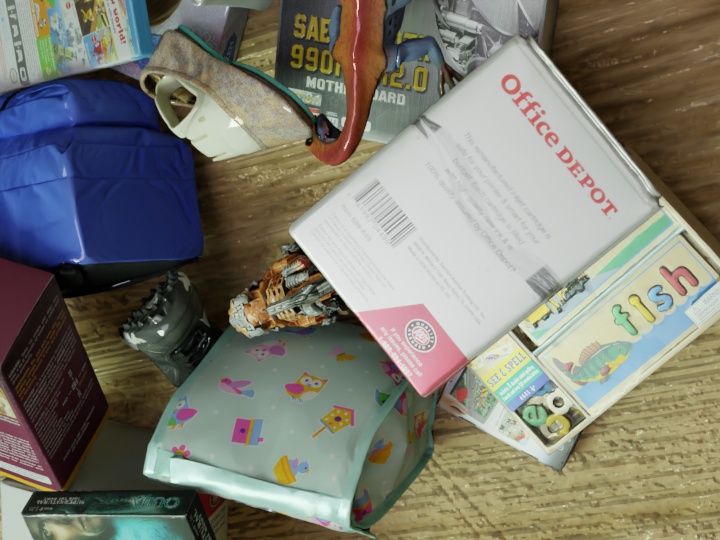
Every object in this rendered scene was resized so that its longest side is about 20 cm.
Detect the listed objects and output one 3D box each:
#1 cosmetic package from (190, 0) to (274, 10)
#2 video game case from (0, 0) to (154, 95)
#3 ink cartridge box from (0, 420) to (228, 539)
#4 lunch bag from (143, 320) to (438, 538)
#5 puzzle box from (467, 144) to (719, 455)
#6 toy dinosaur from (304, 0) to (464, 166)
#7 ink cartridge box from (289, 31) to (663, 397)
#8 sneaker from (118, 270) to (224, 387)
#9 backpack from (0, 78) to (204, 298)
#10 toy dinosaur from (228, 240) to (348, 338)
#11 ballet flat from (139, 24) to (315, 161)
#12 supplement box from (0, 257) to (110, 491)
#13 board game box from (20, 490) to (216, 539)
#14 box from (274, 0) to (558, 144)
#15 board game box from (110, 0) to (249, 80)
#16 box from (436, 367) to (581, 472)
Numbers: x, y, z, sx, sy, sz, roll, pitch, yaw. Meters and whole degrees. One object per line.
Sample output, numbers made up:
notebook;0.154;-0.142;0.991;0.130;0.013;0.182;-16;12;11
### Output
cosmetic package;-0.051;-0.276;0.967;0.081;0.113;0.200;47;112;9
video game case;-0.244;-0.217;1.103;0.199;0.018;0.144;-6;95;38
ink cartridge box;-0.205;0.254;1.220;0.144;0.145;0.201;10;110;18
lunch bag;-0.047;0.121;1.079;0.170;0.200;0.122;13;117;18
puzzle box;0.161;0.024;1.025;0.133;0.025;0.200;47;117;4
toy dinosaur;-0.007;-0.168;0.959;0.105;0.200;0.182;13;78;35
ink cartridge box;0.077;-0.038;0.951;0.200;0.085;0.146;-39;88;10
sneaker;-0.136;0.053;1.129;0.090;0.200;0.067;40;78;-7
backpack;-0.245;-0.057;1.140;0.199;0.162;0.169;-12;81;34
toy dinosaur;0.000;0.000;1.063;0.199;0.136;0.103;-1;105;23
ballet flat;-0.100;-0.115;1.015;0.067;0.200;0.068;-48;126;-5
supplement box;-0.272;0.075;1.084;0.110;0.086;0.200;17;148;15
board game box;-0.156;0.244;1.070;0.135;0.028;0.201;-4;124;20
box;0.039;-0.170;1.043;0.199;0.048;0.159;14;111;18
board game box;-0.172;-0.254;1.109;0.199;0.041;0.200;24;114;15
box;0.143;0.040;1.071;0.110;0.035;0.201;28;114;13
